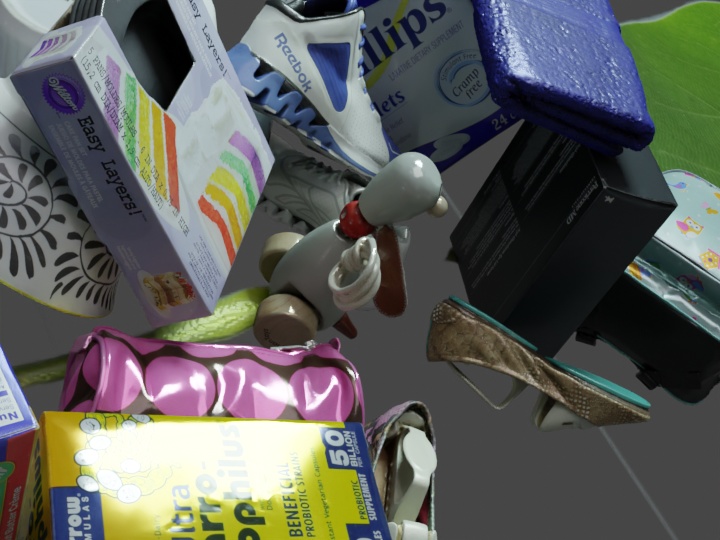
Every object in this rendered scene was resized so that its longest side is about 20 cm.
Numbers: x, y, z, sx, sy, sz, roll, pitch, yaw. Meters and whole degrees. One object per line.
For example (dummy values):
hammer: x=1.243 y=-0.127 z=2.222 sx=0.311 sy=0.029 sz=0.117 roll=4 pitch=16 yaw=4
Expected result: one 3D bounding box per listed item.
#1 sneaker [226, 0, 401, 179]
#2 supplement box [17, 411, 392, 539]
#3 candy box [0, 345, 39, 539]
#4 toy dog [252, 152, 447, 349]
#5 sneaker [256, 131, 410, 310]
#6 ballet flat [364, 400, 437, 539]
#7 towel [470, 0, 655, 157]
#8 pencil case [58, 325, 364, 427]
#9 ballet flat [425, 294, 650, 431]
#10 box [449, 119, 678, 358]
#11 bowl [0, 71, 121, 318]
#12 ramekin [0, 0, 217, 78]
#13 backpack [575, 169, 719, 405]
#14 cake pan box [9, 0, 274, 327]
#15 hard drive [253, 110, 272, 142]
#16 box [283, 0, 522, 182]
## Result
sneaker: x=-0.020 y=-0.156 z=0.856 sx=0.080 sy=0.116 sz=0.199 roll=31 pitch=0 yaw=45
supplement box: x=-0.092 y=0.159 z=0.613 sx=0.197 sy=0.110 sz=0.110 roll=6 pitch=46 yaw=-27
candy box: x=-0.249 y=0.060 z=0.566 sx=0.076 sy=0.170 sz=0.201 roll=-14 pitch=58 yaw=-35
toy dog: x=0.000 y=0.000 z=0.800 sx=0.096 sy=0.199 sz=0.133 roll=31 pitch=62 yaw=-27
sneaker: x=-0.030 y=-0.062 z=0.904 sx=0.075 sy=0.082 sz=0.200 roll=-24 pitch=62 yaw=-43
ballet flat: x=0.025 y=0.168 z=0.710 sx=0.068 sy=0.071 sz=0.202 roll=20 pitch=41 yaw=-15
towel: x=0.147 y=-0.180 z=0.842 sx=0.146 sy=0.050 sz=0.202 roll=14 pitch=45 yaw=-21
pencil case: x=-0.098 y=0.085 z=0.705 sx=0.197 sy=0.090 sz=0.095 roll=7 pitch=83 yaw=-30
ballet flat: x=0.140 y=0.092 z=0.875 sx=0.198 sy=0.066 sz=0.071 roll=28 pitch=2 yaw=1
box: x=0.165 y=-0.040 z=0.913 sx=0.078 sy=0.201 sz=0.142 roll=12 pitch=43 yaw=-21
bowl: x=-0.218 y=-0.069 z=0.704 sx=0.200 sy=0.095 sz=0.201 roll=39 pitch=7 yaw=-6
ramekin: x=-0.202 y=-0.180 z=0.836 sx=0.199 sy=0.095 sz=0.204 roll=8 pitch=43 yaw=-7
backpack: x=0.297 y=-0.003 z=1.005 sx=0.175 sy=0.154 sz=0.200 roll=32 pitch=32 yaw=9
cake pan box: x=-0.132 y=-0.099 z=0.699 sx=0.052 sy=0.202 sz=0.185 roll=-11 pitch=34 yaw=18
hard drive: x=-0.173 y=-0.124 z=0.879 sx=0.197 sy=0.033 sz=0.141 roll=9 pitch=43 yaw=-5
box: x=0.038 y=-0.195 z=0.948 sx=0.200 sy=0.183 sz=0.106 roll=45 pitch=30 yaw=-23
